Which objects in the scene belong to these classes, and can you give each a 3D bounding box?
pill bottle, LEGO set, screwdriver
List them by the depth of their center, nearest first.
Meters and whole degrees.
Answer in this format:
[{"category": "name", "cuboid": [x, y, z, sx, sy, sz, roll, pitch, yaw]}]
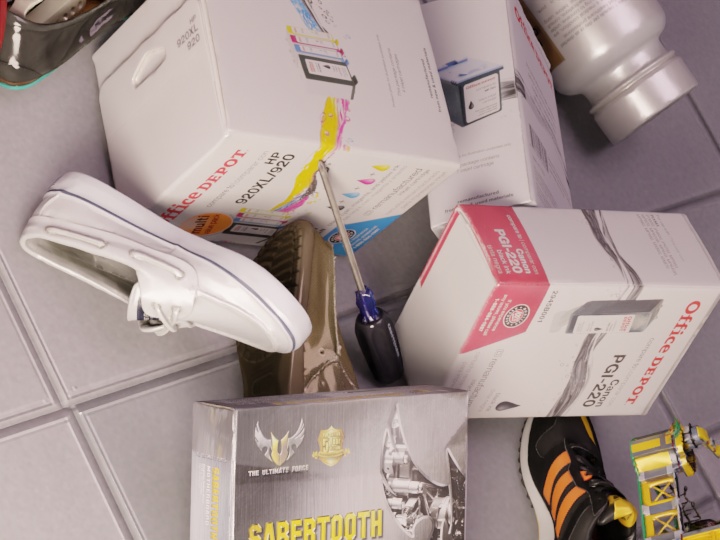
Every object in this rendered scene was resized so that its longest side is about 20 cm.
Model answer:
[{"category": "screwdriver", "cuboid": [0.000, 0.000, 1.412, 0.029, 0.028, 0.200, -37, 132, -29]}, {"category": "LEGO set", "cuboid": [0.282, 0.198, 1.480, 0.154, 0.116, 0.200, -83, 151, -50]}, {"category": "pill bottle", "cuboid": [0.193, -0.212, 1.723, 0.114, 0.114, 0.200, -33, 87, -46]}]

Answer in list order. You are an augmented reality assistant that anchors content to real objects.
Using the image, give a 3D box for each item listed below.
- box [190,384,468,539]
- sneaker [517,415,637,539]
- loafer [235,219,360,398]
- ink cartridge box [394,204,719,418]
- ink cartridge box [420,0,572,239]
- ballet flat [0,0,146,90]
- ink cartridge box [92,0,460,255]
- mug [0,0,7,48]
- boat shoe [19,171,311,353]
[{"category": "box", "cuboid": [-0.017, 0.158, 1.314, 0.200, 0.048, 0.159, -1, 94, -41]}, {"category": "sneaker", "cuboid": [0.170, 0.172, 1.479, 0.070, 0.090, 0.201, 21, 52, -28]}, {"category": "loafer", "cuboid": [-0.041, 0.064, 1.389, 0.067, 0.076, 0.201, 20, 64, -37]}, {"category": "ink cartridge box", "cuboid": [0.143, 0.032, 1.475, 0.199, 0.146, 0.085, 0, 45, -29]}, {"category": "ink cartridge box", "cuboid": [0.104, -0.094, 1.554, 0.146, 0.086, 0.201, 52, 27, -56]}, {"category": "ballet flat", "cuboid": [-0.191, -0.197, 1.418, 0.068, 0.069, 0.200, 19, 41, 19]}, {"category": "ink cartridge box", "cuboid": [-0.062, -0.111, 1.425, 0.200, 0.147, 0.145, 6, 60, -37]}, {"category": "mug", "cuboid": [-0.304, -0.179, 1.292, 0.178, 0.133, 0.200, 56, 39, -7]}, {"category": "boat shoe", "cuboid": [-0.130, 0.011, 1.331, 0.200, 0.074, 0.065, 27, 60, 12]}]
